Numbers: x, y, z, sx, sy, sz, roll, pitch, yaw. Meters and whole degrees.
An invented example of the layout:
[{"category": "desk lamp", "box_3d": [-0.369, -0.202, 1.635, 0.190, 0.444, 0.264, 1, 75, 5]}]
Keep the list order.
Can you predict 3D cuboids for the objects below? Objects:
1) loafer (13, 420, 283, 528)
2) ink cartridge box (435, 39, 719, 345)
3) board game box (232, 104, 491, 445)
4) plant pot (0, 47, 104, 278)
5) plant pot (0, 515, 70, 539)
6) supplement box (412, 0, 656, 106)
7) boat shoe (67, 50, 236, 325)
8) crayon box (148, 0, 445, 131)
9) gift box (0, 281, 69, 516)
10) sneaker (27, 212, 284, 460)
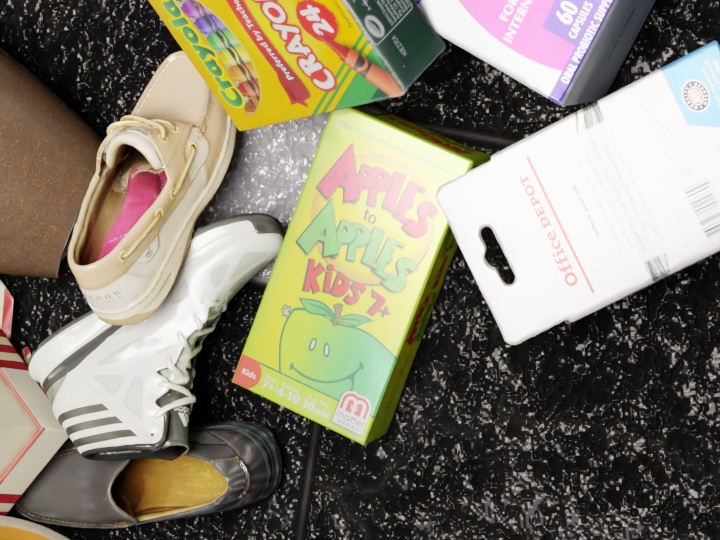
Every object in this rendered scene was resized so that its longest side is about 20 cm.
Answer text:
[{"category": "loafer", "box_3d": [-0.156, 0.139, 1.596, 0.199, 0.072, 0.073, -12, 93, 21]}, {"category": "ink cartridge box", "box_3d": [0.161, -0.046, 1.460, 0.200, 0.068, 0.116, -26, 87, 18]}, {"category": "board game box", "box_3d": [0.000, 0.000, 1.538, 0.101, 0.048, 0.200, 24, 104, 16]}, {"category": "plant pot", "box_3d": [-0.271, -0.078, 1.574, 0.200, 0.187, 0.187, 25, 104, 1]}, {"category": "plant pot", "box_3d": [-0.251, 0.272, 1.566, 0.200, 0.200, 0.184, 30, 113, 14]}, {"category": "supplement box", "box_3d": [0.077, -0.195, 1.461, 0.200, 0.103, 0.101, 31, 106, 16]}, {"category": "boat shoe", "box_3d": [-0.135, -0.065, 1.521, 0.074, 0.069, 0.200, 0, 60, 27]}, {"category": "crayon box", "box_3d": [-0.056, -0.157, 1.469, 0.200, 0.051, 0.127, -9, 123, 51]}, {"category": "gift box", "box_3d": [-0.325, 0.090, 1.598, 0.185, 0.187, 0.200, -45, 61, 20]}, {"category": "sneaker", "box_3d": [-0.114, 0.056, 1.552, 0.200, 0.076, 0.116, -36, 68, 12]}]
